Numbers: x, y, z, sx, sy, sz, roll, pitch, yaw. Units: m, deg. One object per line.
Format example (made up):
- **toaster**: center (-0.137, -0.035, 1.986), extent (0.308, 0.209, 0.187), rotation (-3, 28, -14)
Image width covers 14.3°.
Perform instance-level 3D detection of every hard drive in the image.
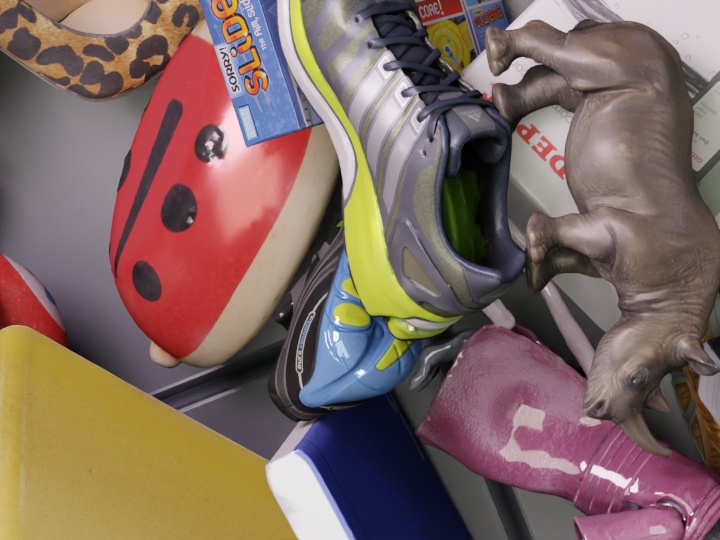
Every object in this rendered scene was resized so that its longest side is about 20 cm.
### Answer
- **hard drive**: center (0.012, 0.123, 1.369), extent (0.025, 0.200, 0.132), rotation (-27, 95, 12)

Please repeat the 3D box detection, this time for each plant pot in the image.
- **plant pot**: center (-0.134, 0.185, 1.321), extent (0.199, 0.177, 0.200), rotation (30, 115, -18)

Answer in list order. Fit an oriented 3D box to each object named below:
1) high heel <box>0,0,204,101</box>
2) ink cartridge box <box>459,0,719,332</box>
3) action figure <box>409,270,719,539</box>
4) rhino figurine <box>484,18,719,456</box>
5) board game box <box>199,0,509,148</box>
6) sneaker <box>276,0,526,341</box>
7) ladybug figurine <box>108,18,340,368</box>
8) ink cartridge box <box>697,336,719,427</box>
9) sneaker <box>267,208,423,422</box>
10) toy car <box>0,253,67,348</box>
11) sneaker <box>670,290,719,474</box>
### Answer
- **high heel**: center (-0.148, -0.151, 1.389), extent (0.199, 0.071, 0.143), rotation (-24, 134, -19)
- **ink cartridge box**: center (0.148, -0.088, 1.354), extent (0.200, 0.084, 0.146), rotation (-44, 87, -8)
- **action figure**: center (0.126, 0.092, 1.380), extent (0.199, 0.134, 0.150), rotation (30, 114, 21)
- **rhino figurine**: center (0.115, -0.017, 1.271), extent (0.087, 0.060, 0.201), rotation (-11, 85, -1)
- **board game box**: center (-0.006, -0.143, 1.351), extent (0.034, 0.200, 0.136), rotation (-16, 93, 35)
- **sneaker**: center (0.026, -0.072, 1.258), extent (0.081, 0.074, 0.201), rotation (-14, 96, 49)
- **ladybug figurine**: center (-0.068, -0.048, 1.405), extent (0.072, 0.136, 0.201), rotation (17, 95, -31)
- **ink cartridge box**: center (0.283, 0.076, 1.300), extent (0.197, 0.200, 0.044), rotation (-17, 134, -12)
- **sneaker**: center (0.000, 0.000, 1.370), extent (0.083, 0.200, 0.071), rotation (-32, 109, 33)
- **toy car**: center (-0.231, -0.014, 1.447), extent (0.176, 0.184, 0.201), rotation (-4, 67, 11)
- **sneaker**: center (0.214, 0.085, 1.407), extent (0.087, 0.076, 0.201), rotation (-22, 93, -5)
